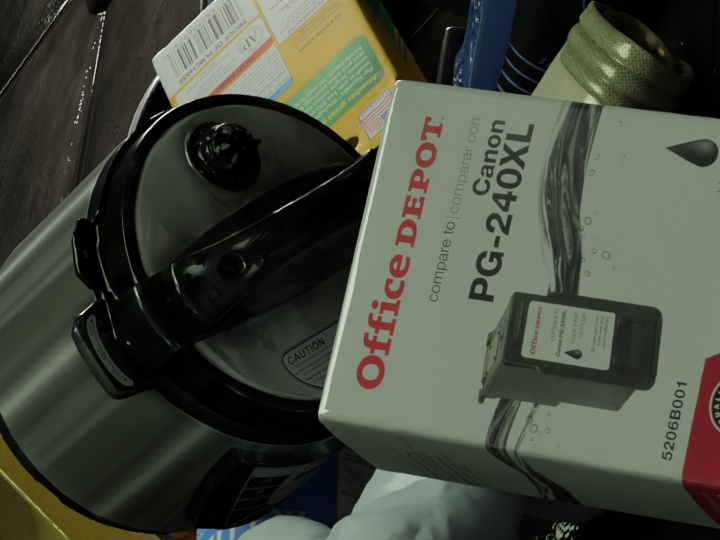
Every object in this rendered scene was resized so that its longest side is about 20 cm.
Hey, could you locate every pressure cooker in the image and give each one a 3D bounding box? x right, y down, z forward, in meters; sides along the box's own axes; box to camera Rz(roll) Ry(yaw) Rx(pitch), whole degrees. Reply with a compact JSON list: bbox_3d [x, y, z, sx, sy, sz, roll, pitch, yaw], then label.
[{"bbox_3d":[-0.070,0.016,1.343,0.200,0.178,0.177,-39,36,47],"label":"pressure cooker"}]

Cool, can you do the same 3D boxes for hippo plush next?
[{"bbox_3d":[0.030,0.095,1.263,0.159,0.200,0.162,14,75,41],"label":"hippo plush"}]

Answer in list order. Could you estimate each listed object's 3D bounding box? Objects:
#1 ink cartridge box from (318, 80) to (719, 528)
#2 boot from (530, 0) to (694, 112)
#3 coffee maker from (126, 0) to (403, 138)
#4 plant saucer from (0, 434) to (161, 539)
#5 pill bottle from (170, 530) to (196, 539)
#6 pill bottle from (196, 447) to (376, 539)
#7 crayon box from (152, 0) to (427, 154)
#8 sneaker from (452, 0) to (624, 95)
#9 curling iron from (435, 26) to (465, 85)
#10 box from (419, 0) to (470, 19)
[{"bbox_3d":[0.097,0.015,1.122,0.083,0.199,0.146,39,-118,-64],"label":"ink cartridge box"},{"bbox_3d":[0.093,-0.053,1.371,0.155,0.072,0.200,-58,4,7],"label":"boot"},{"bbox_3d":[-0.032,-0.113,1.711,0.191,0.134,0.201,-12,59,36],"label":"coffee maker"},{"bbox_3d":[-0.145,0.172,1.551,0.200,0.048,0.201,41,153,26],"label":"plant saucer"},{"bbox_3d":[-0.121,0.080,1.610,0.111,0.199,0.111,-54,17,25],"label":"pill bottle"},{"bbox_3d":[-0.030,0.135,1.473,0.112,0.112,0.201,-52,28,43],"label":"pill bottle"},{"bbox_3d":[-0.031,-0.089,1.554,0.126,0.052,0.200,-42,39,13],"label":"crayon box"},{"bbox_3d":[0.090,-0.103,1.445,0.201,0.077,0.070,99,172,-53],"label":"sneaker"},{"bbox_3d":[0.046,-0.041,1.549,0.050,0.025,0.201,132,149,-61],"label":"curling iron"},{"bbox_3d":[0.008,-0.235,1.565,0.105,0.199,0.148,-61,22,25],"label":"box"}]
